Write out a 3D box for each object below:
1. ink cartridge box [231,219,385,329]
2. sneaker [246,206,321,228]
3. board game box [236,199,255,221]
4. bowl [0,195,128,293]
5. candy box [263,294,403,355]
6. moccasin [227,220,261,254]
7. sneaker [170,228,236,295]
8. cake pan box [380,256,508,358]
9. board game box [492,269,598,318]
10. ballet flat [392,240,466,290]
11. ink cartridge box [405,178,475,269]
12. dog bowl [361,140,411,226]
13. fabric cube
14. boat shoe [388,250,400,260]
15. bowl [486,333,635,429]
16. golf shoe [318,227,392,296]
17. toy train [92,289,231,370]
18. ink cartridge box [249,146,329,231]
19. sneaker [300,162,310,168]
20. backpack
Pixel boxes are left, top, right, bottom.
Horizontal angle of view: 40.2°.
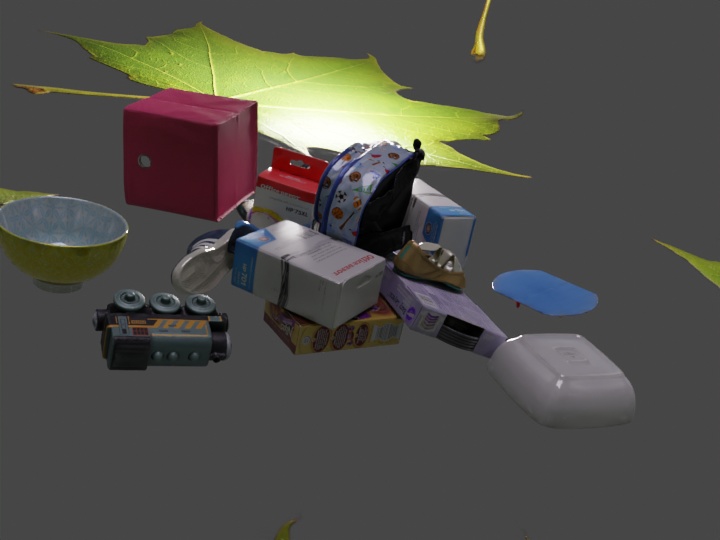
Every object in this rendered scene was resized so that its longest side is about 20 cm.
[{"bbox_3d":[-0.082,0.001,1.550,0.198,0.087,0.146,24,26,24],"label":"ink cartridge box"},{"bbox_3d":[-0.119,-0.098,1.871,0.197,0.082,0.083,2,-12,-23],"label":"sneaker"},{"bbox_3d":[-0.139,-0.104,1.979,0.198,0.028,0.135,1,26,-27],"label":"board game box"},{"bbox_3d":[-0.468,-0.030,1.535,0.197,0.109,0.201,11,23,-5],"label":"bowl"},{"bbox_3d":[-0.042,0.077,1.580,0.198,0.057,0.117,-5,29,-33],"label":"candy box"},{"bbox_3d":[-0.142,-0.013,1.703,0.199,0.069,0.080,31,-2,-16],"label":"moccasin"},{"bbox_3d":[-0.273,-0.014,1.665,0.084,0.076,0.200,2,21,27],"label":"sneaker"},{"bbox_3d":[0.129,0.062,1.637,0.183,0.053,0.200,19,16,-30],"label":"cake pan box"},{"bbox_3d":[0.343,0.057,1.850,0.157,0.039,0.199,-17,31,-41],"label":"board game box"},{"bbox_3d":[0.132,-0.010,1.669,0.068,0.064,0.199,37,15,34],"label":"ballet flat"},{"bbox_3d":[0.117,-0.073,1.866,0.085,0.148,0.200,-2,26,-30],"label":"ink cartridge box"},{"bbox_3d":[0.024,-0.152,1.870,0.058,0.202,0.200,1,25,-29],"label":"dog bowl"},{"bbox_3d":[-0.328,-0.230,1.924,0.197,0.199,0.200,12,25,14],"label":"fabric cube"},{"bbox_3d":[0.024,-0.029,1.838,0.198,0.073,0.062,21,23,25],"label":"boat shoe"},{"bbox_3d":[0.323,0.163,1.547,0.198,0.075,0.200,3,26,-26],"label":"bowl"},{"bbox_3d":[0.000,0.000,1.755,0.199,0.097,0.078,39,69,5],"label":"golf shoe"},{"bbox_3d":[-0.279,0.091,1.402,0.198,0.086,0.114,4,36,-23],"label":"toy train"},{"bbox_3d":[-0.132,-0.108,1.768,0.115,0.202,0.067,17,23,12],"label":"ink cartridge box"},{"bbox_3d":[-0.048,-0.162,2.069,0.199,0.074,0.079,33,1,-22],"label":"sneaker"},{"bbox_3d":[0.007,-0.116,1.648,0.152,0.202,0.191,17,33,17],"label":"backpack"}]
